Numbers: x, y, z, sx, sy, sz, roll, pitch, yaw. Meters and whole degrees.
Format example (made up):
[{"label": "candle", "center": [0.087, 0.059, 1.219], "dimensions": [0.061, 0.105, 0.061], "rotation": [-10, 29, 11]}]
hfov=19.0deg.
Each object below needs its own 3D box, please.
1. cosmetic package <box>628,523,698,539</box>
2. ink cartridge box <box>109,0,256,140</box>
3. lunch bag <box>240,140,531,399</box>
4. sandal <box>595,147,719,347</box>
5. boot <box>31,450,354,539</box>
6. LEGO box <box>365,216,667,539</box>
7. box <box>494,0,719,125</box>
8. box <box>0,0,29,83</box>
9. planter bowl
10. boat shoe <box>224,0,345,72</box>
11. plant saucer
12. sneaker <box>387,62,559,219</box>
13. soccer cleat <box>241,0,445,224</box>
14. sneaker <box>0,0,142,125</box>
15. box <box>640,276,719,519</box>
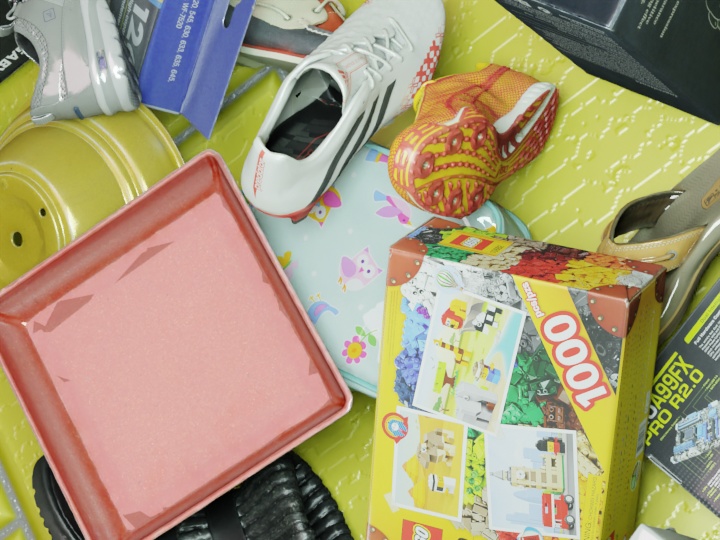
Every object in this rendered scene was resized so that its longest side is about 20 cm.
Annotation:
[{"label": "cosmetic package", "center": [0.227, 0.236, 1.212], "dimensions": [0.200, 0.108, 0.085], "rotation": [37, 97, 31]}, {"label": "ink cartridge box", "center": [-0.132, -0.220, 1.476], "dimensions": [0.200, 0.047, 0.198], "rotation": [45, 121, 52]}, {"label": "lunch bag", "center": [0.000, 0.000, 1.405], "dimensions": [0.200, 0.077, 0.161], "rotation": [26, 92, 30]}, {"label": "sandal", "center": [0.182, -0.019, 1.307], "dimensions": [0.200, 0.054, 0.080], "rotation": [-50, 31, 16]}, {"label": "boot", "center": [-0.108, 0.161, 1.420], "dimensions": [0.158, 0.079, 0.211], "rotation": [-46, 72, 19]}, {"label": "LEGO box", "center": [0.089, 0.084, 1.271], "dimensions": [0.149, 0.077, 0.201], "rotation": [12, 111, 22]}, {"label": "box", "center": [0.173, -0.195, 1.288], "dimensions": [0.107, 0.200, 0.149], "rotation": [26, 90, 31]}, {"label": "box", "center": [-0.342, -0.165, 1.575], "dimensions": [0.200, 0.160, 0.049], "rotation": [-37, 52, 15]}, {"label": "planter bowl", "center": [-0.210, -0.028, 1.476], "dimensions": [0.200, 0.083, 0.201], "rotation": [11, 108, 36]}, {"label": "boat shoe", "center": [-0.048, -0.167, 1.476], "dimensions": [0.200, 0.071, 0.063], "rotation": [15, 87, 35]}, {"label": "plant saucer", "center": [-0.123, 0.057, 1.384], "dimensions": [0.199, 0.037, 0.200], "rotation": [-33, 72, 11]}, {"label": "sneaker", "center": [0.056, -0.082, 1.334], "dimensions": [0.077, 0.200, 0.073], "rotation": [20, 111, 19]}, {"label": "soccer cleat", "center": [-0.007, -0.117, 1.349], "dimensions": [0.069, 0.085, 0.200], "rotation": [32, 66, 14]}, {"label": "sneaker", "center": [-0.212, -0.187, 1.462], "dimensions": [0.082, 0.075, 0.200], "rotation": [-18, 59, -1]}, {"label": "box", "center": [0.268, 0.063, 1.267], "dimensions": [0.160, 0.044, 0.200], "rotation": [41, 98, 30]}]
